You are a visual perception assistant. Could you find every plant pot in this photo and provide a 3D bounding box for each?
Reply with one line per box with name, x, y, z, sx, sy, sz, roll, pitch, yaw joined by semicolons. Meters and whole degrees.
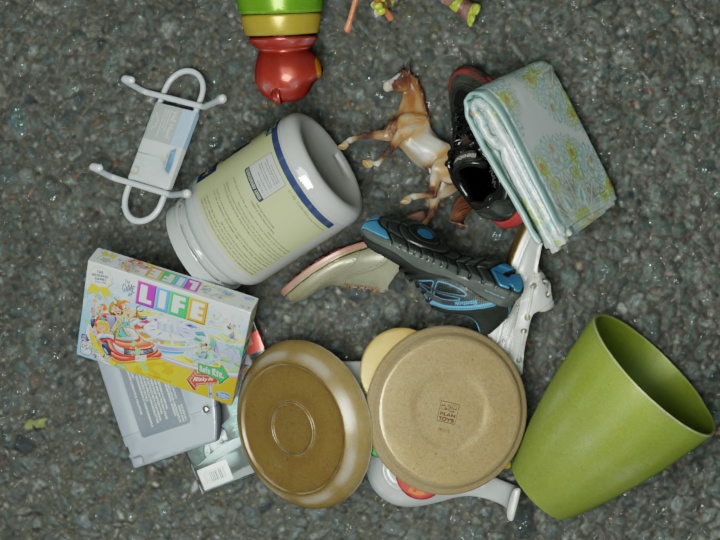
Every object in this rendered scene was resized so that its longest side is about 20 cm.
plant pot;0.273;0.187;1.531;0.187;0.187;0.200;42;110;1
plant pot;-0.074;0.184;1.553;0.198;0.027;0.203;7;101;34

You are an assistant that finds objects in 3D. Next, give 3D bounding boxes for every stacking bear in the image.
stacking bear;-0.089;-0.299;1.558;0.112;0.122;0.203;-2;101;3

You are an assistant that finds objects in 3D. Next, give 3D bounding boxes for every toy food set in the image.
toy food set;0.096;0.164;1.533;0.197;0.049;0.201;-2;89;-8

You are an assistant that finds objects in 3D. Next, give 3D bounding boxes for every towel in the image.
towel;0.209;-0.133;1.515;0.048;0.171;0.202;-26;92;37

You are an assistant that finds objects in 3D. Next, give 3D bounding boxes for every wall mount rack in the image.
wall mount rack;-0.228;-0.152;1.560;0.172;0.074;0.202;16;83;31

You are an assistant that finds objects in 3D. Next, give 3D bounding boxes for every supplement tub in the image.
supplement tub;-0.113;-0.074;1.541;0.199;0.145;0.146;-31;90;19

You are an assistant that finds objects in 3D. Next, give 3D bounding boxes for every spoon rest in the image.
spoon rest;0.100;0.252;1.603;0.198;0.061;0.101;16;94;17

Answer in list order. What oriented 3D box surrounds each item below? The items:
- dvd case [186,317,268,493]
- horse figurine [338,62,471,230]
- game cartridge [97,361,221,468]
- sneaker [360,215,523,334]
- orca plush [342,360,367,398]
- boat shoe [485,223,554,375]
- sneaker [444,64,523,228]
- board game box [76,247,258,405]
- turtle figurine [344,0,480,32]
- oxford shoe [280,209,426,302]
dvd case;-0.166;0.156;1.631;0.144;0.022;0.202;-22;90;6
horse figurine;0.070;-0.132;1.565;0.132;0.050;0.200;-39;84;-28
game cartridge;-0.246;0.125;1.609;0.131;0.042;0.203;-18;91;2
sneaker;0.084;0.007;1.516;0.198;0.073;0.082;27;123;3
orca plush;0.042;0.156;1.599;0.197;0.071;0.107;1;69;-10
boat shoe;0.198;0.028;1.570;0.068;0.071;0.203;17;104;3
sneaker;0.137;-0.148;1.533;0.070;0.097;0.203;-23;75;35
board game box;-0.227;0.066;1.542;0.197;0.034;0.136;17;121;4
turtle figurine;0.070;-0.349;1.559;0.160;0.064;0.202;23;86;-4
oxford shoe;0.000;0.000;1.583;0.198;0.071;0.075;-26;94;6
